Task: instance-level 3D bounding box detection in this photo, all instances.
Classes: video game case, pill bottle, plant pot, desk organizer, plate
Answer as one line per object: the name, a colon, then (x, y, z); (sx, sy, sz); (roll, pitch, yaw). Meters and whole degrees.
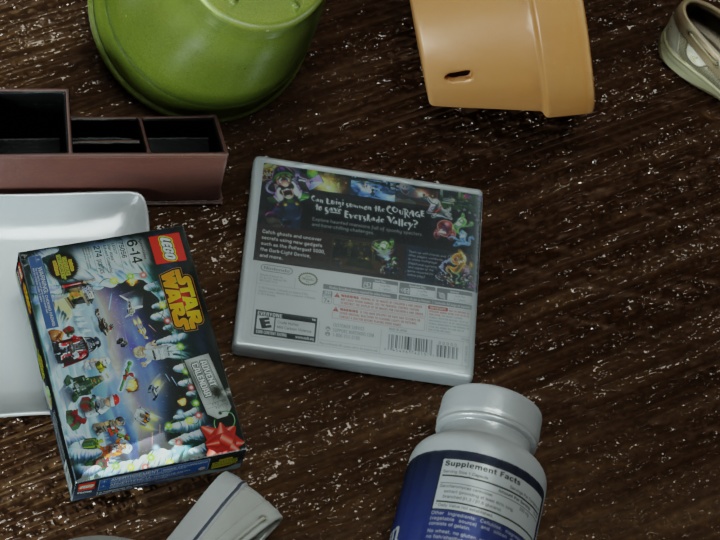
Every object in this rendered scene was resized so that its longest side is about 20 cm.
video game case: (0.000, 0.000, 1.787); (0.199, 0.023, 0.183); (8, 61, -6)
pill bottle: (0.082, 0.192, 1.647); (0.110, 0.111, 0.201); (17, 60, -2)
plant pot: (-0.108, -0.239, 1.762); (0.199, 0.193, 0.202); (3, 81, -17)
desk organizer: (-0.210, -0.102, 1.768); (0.199, 0.077, 0.072); (-1, 62, -12)
plant pot: (0.115, -0.222, 1.844); (0.139, 0.200, 0.201); (-10, 63, 1)
plate: (-0.262, 0.031, 1.712); (0.199, 0.032, 0.201); (-2, 62, -12)

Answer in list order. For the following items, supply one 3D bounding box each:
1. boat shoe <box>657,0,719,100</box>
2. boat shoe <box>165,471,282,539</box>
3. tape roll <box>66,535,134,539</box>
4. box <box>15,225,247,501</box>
boat shoe: (0.360, -0.171, 1.927); (0.199, 0.065, 0.071); (31, 61, 5)
boat shoe: (-0.129, 0.242, 1.605); (0.066, 0.072, 0.200); (32, 54, 9)
tape roll: (-0.187, 0.289, 1.525); (0.201, 0.037, 0.204); (0, 92, 4)
box: (-0.180, 0.069, 1.668); (0.136, 0.040, 0.201); (-10, 65, -19)
